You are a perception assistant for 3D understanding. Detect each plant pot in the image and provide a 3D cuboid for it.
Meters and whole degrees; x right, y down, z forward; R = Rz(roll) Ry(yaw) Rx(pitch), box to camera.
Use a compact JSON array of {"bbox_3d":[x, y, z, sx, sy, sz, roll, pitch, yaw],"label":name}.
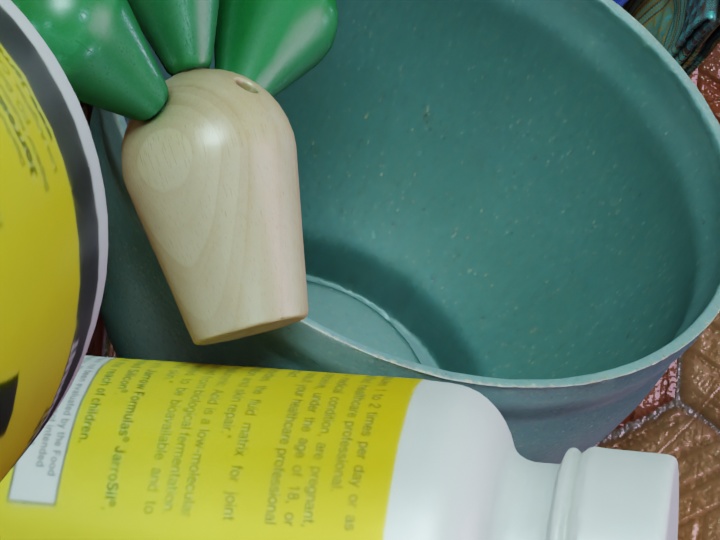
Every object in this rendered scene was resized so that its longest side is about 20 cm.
[{"bbox_3d":[0.000,0.000,0.860,0.201,0.199,0.135,-77,-170,-46],"label":"plant pot"}]

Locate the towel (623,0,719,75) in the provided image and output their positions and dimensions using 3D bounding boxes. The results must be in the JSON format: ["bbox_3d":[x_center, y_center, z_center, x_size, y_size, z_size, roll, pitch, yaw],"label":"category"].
[{"bbox_3d":[0.117,-0.126,1.230,0.200,0.022,0.148,129,-33,-61],"label":"towel"}]

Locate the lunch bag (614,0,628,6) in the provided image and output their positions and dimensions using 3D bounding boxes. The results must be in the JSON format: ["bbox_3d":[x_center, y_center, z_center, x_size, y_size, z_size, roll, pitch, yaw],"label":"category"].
[{"bbox_3d":[0.052,-0.172,1.233,0.200,0.123,0.171,-46,-142,50],"label":"lunch bag"}]

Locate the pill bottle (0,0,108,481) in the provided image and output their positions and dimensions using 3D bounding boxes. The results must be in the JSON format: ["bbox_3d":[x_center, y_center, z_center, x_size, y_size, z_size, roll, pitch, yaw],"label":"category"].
[{"bbox_3d":[-0.113,0.016,0.391,0.200,0.113,0.115,-56,149,-71],"label":"pill bottle"}]

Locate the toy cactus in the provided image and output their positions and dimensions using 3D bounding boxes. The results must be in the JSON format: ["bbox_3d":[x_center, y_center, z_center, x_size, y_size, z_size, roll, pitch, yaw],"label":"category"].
[{"bbox_3d":[-0.057,-0.062,0.722,0.200,0.102,0.166,-2,77,-67],"label":"toy cactus"}]

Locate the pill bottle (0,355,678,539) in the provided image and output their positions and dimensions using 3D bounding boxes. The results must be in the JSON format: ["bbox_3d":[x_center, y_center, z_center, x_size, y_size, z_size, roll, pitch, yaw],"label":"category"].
[{"bbox_3d":[-0.019,0.081,0.729,0.111,0.199,0.112,3,90,-81],"label":"pill bottle"}]
